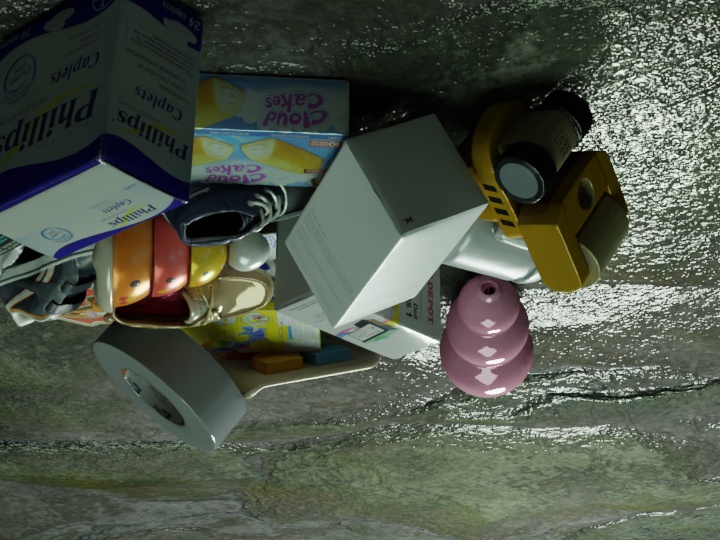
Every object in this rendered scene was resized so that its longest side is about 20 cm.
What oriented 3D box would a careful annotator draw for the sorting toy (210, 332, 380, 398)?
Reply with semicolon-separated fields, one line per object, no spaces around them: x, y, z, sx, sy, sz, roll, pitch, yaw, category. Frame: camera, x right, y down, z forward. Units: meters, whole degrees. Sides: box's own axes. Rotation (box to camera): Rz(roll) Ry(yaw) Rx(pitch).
-0.102;0.110;1.970;0.199;0.037;0.185;-13;-165;-31;sorting toy

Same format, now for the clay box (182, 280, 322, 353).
-0.149;0.058;1.891;0.198;0.048;0.115;0;151;1;clay box

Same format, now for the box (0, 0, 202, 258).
-0.250;-0.139;1.404;0.183;0.201;0.105;-20;147;36;box

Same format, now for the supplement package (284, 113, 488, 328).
0.023;-0.049;1.574;0.117;0.117;0.200;-19;161;-31;supplement package

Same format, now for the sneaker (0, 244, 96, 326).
-0.357;0.013;1.842;0.199;0.080;0.078;-19;180;39;sneaker

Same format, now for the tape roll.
-0.236;0.134;1.888;0.200;0.066;0.201;34;157;16;tape roll

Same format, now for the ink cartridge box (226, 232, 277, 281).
-0.161;-0.008;1.858;0.199;0.044;0.198;-6;154;15;ink cartridge box

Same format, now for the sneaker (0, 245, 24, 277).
-0.449;-0.032;1.806;0.082;0.075;0.200;32;142;-15;sneaker

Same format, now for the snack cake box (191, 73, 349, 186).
-0.112;-0.141;1.554;0.198;0.068;0.115;2;154;-3;snack cake box

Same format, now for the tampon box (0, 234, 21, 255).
-0.450;-0.101;1.572;0.149;0.127;0.199;-22;146;38;tampon box

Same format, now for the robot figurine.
0.149;-0.051;1.685;0.199;0.114;0.170;14;-168;-25;robot figurine

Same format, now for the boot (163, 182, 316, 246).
-0.107;-0.068;1.620;0.199;0.090;0.073;-14;119;-13;boot

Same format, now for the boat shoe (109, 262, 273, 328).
-0.199;0.038;1.785;0.198;0.069;0.074;-6;112;-5;boat shoe

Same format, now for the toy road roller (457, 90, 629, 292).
0.175;-0.082;1.576;0.145;0.123;0.201;-1;129;42;toy road roller

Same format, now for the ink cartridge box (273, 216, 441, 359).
0.000;0.000;1.756;0.084;0.146;0.199;-22;147;39;ink cartridge box

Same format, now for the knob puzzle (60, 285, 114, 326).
-0.361;0.037;1.970;0.218;0.031;0.220;0;155;0;knob puzzle

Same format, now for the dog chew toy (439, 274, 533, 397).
0.163;0.077;1.956;0.124;0.125;0.201;-1;146;2;dog chew toy

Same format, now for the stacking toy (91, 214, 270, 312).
-0.200;-0.026;1.713;0.198;0.147;0.146;0;155;-8;stacking toy
